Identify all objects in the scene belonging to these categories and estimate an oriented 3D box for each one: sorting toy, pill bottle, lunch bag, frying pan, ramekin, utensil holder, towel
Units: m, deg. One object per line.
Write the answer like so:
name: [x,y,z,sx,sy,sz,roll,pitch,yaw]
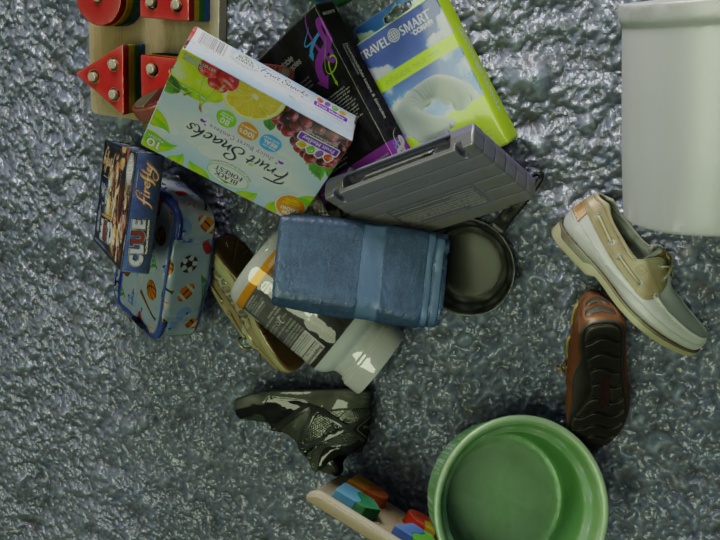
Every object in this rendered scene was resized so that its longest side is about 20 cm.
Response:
sorting toy: [-0.271,-0.284,1.040,0.197,0.070,0.202,11,110,20]
pill bottle: [-0.050,0.050,1.013,0.199,0.116,0.117,39,116,0]
lunch bag: [-0.264,-0.017,1.093,0.160,0.075,0.202,36,118,40]
frying pan: [0.133,-0.040,0.959,0.114,0.031,0.192,20,109,18]
ramekin: [0.171,0.265,0.952,0.197,0.098,0.203,1,84,-7]
utensil holder: [0.325,-0.149,0.772,0.168,0.170,0.202,3,109,22]
towel: [0.000,0.000,0.943,0.197,0.049,0.113,8,87,-6]
sorting toy: [0.037,0.306,1.026,0.184,0.200,0.037,28,86,13]

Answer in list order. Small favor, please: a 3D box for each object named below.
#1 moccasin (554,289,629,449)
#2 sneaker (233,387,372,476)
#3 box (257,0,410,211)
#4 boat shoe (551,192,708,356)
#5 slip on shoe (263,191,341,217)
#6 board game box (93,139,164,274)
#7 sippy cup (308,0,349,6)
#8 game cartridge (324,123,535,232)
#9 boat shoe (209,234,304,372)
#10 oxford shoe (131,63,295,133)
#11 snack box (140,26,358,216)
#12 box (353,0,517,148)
moccasin: [0.257,0.115,0.930,0.073,0.078,0.203,-9,121,9]
sneaker: [-0.079,0.210,1.088,0.197,0.076,0.116,-2,82,19]
box: [-0.035,-0.185,0.962,0.142,0.036,0.201,-24,96,49]
boat shoe: [0.296,0.004,0.878,0.200,0.075,0.069,43,120,5]
slip on shoe: [-0.106,-0.104,1.032,0.199,0.074,0.061,37,151,2]
board game box: [-0.287,-0.083,1.018,0.200,0.034,0.137,24,107,61]
sippy cup: [-0.057,-0.357,0.892,0.176,0.130,0.141,-3,105,23]
game cartridge: [0.075,-0.090,0.906,0.199,0.129,0.039,-16,62,38]
boat shoe: [-0.141,0.050,1.088,0.063,0.073,0.201,-40,76,36]
oxford shoe: [-0.163,-0.189,0.975,0.198,0.071,0.075,-9,125,15]
snack box: [-0.123,-0.154,0.917,0.198,0.053,0.142,27,133,-14]
box: [0.076,-0.208,0.926,0.121,0.048,0.201,-26,95,28]
